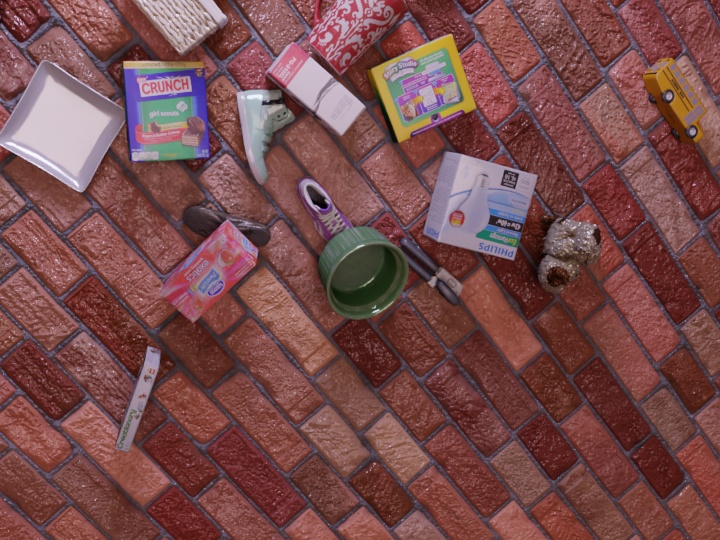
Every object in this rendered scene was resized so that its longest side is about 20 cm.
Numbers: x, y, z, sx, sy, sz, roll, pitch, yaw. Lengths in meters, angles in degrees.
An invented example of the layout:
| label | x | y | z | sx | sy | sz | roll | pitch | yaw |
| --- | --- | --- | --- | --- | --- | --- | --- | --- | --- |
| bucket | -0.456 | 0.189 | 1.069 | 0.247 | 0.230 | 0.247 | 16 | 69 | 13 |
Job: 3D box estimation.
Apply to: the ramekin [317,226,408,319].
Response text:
| label | x | y | z | sx | sy | sz | roll | pitch | yaw |
| --- | --- | --- | --- | --- | --- | --- | --- | --- | --- |
| ramekin | 0.000 | 0.000 | 1.763 | 0.198 | 0.098 | 0.202 | -14 | 127 | -19 |

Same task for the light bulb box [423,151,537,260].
| label | x | y | z | sx | sy | sz | roll | pitch | yaw |
| --- | --- | --- | --- | --- | --- | --- | --- | --- | --- |
| light bulb box | 0.270 | -0.148 | 1.803 | 0.196 | 0.125 | 0.203 | 12 | 98 | -14 |

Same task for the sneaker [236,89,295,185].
| label | x | y | z | sx | sy | sz | roll | pitch | yaw |
| --- | --- | --- | --- | --- | --- | --- | --- | --- | --- |
| sneaker | -0.193 | -0.291 | 1.703 | 0.117 | 0.074 | 0.203 | -9 | 101 | -3 |

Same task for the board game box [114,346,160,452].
| label | x | y | z | sx | sy | sz | roll | pitch | yaw |
| --- | --- | --- | --- | --- | --- | --- | --- | --- | --- |
| board game box | -0.490 | 0.282 | 1.740 | 0.034 | 0.126 | 0.202 | 19 | 97 | -15 |

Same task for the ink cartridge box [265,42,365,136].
| label | x | y | z | sx | sy | sz | roll | pitch | yaw |
| --- | --- | --- | --- | --- | --- | --- | --- | --- | --- |
| ink cartridge box | -0.097 | -0.381 | 1.669 | 0.199 | 0.145 | 0.085 | 39 | 94 | -16 |

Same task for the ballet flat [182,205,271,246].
| label | x | y | z | sx | sy | sz | roll | pitch | yaw |
| --- | --- | --- | --- | --- | --- | --- | --- | --- | --- |
| ballet flat | -0.294 | -0.100 | 1.747 | 0.197 | 0.047 | 0.068 | 13 | 118 | -8 |

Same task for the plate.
| label | x | y | z | sx | sy | sz | roll | pitch | yaw |
| --- | --- | --- | --- | --- | --- | --- | --- | --- | --- |
| plate | -0.616 | -0.299 | 1.642 | 0.198 | 0.032 | 0.201 | 31 | 94 | -15 |

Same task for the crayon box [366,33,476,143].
| label | x | y | z | sx | sy | sz | roll | pitch | yaw |
| --- | --- | --- | --- | --- | --- | --- | --- | --- | --- |
| crayon box | 0.136 | -0.404 | 1.757 | 0.198 | 0.058 | 0.174 | -24 | 104 | -6 |

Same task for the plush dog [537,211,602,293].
| label | x | y | z | sx | sy | sz | roll | pitch | yaw |
| --- | --- | --- | --- | --- | --- | --- | --- | --- | --- |
| plush dog | 0.474 | -0.029 | 1.862 | 0.159 | 0.200 | 0.174 | 21 | 87 | 19 |

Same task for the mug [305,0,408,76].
| label | x | y | z | sx | sy | sz | roll | pitch | yaw |
| --- | --- | --- | --- | --- | --- | --- | --- | --- | --- |
| mug | -0.023 | -0.535 | 1.683 | 0.200 | 0.178 | 0.133 | -47 | 142 | 6 |

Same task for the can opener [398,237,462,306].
| label | x | y | z | sx | sy | sz | roll | pitch | yaw |
| --- | --- | --- | --- | --- | --- | --- | --- | --- | --- |
| can opener | 0.163 | 0.001 | 1.848 | 0.200 | 0.066 | 0.053 | 41 | 93 | -11 |

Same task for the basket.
| label | x | y | z | sx | sy | sz | roll | pitch | yaw |
| --- | --- | --- | --- | --- | --- | --- | --- | --- | --- |
| basket | -0.376 | -0.544 | 1.588 | 0.123 | 0.136 | 0.200 | -40 | 106 | 3 |

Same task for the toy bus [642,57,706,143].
| label | x | y | z | sx | sy | sz | roll | pitch | yaw |
| --- | --- | --- | --- | --- | --- | --- | --- | --- | --- |
| toy bus | 0.753 | -0.400 | 1.878 | 0.078 | 0.065 | 0.200 | -42 | 106 | -2 |

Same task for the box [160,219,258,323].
| label | x | y | z | sx | sy | sz | roll | pitch | yaw |
| --- | --- | --- | --- | --- | --- | --- | --- | --- | --- |
| box | -0.325 | 0.003 | 1.710 | 0.200 | 0.095 | 0.103 | -41 | 109 | 13 |

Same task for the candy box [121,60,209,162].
| label | x | y | z | sx | sy | sz | roll | pitch | yaw |
| --- | --- | --- | --- | --- | --- | --- | --- | --- | --- |
| candy box | -0.405 | -0.332 | 1.642 | 0.167 | 0.077 | 0.203 | -6 | 103 | -21 |

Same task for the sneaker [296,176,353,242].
| label | x | y | z | sx | sy | sz | roll | pitch | yaw |
| --- | --- | --- | --- | --- | --- | --- | --- | --- | --- |
| sneaker | -0.071 | -0.115 | 1.748 | 0.073 | 0.114 | 0.201 | -41 | 107 | -2 |
